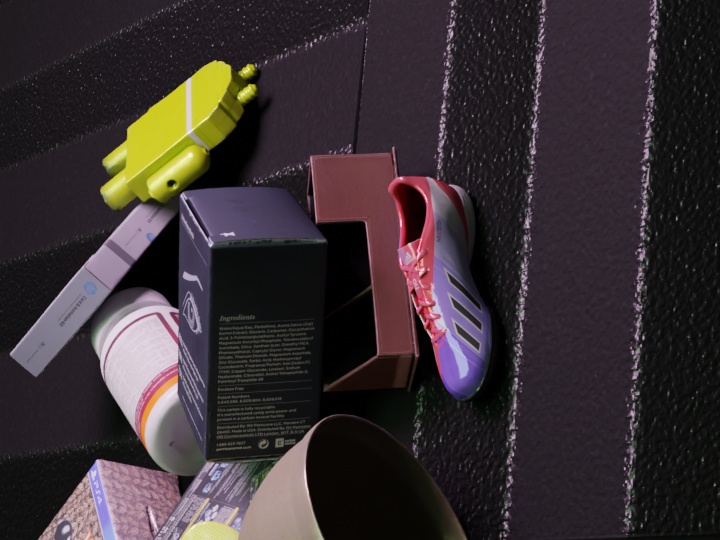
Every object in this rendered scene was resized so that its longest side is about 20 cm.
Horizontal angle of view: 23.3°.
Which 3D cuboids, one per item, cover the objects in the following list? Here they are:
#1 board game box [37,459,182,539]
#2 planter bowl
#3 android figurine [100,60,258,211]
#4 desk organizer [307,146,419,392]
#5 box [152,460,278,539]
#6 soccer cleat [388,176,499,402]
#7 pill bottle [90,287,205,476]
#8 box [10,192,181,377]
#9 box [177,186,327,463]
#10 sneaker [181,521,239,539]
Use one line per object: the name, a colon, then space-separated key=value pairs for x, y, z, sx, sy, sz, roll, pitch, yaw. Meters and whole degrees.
board game box: x=-0.251 y=0.317 z=1.717 sx=0.200 sy=0.096 sz=0.160 roll=-52 pitch=41 yaw=28
planter bowl: x=-0.020 y=0.231 z=1.336 sx=0.134 sy=0.199 sz=0.202 roll=-36 pitch=49 yaw=26
android figurine: x=-0.186 y=-0.144 z=1.810 sx=0.199 sy=0.041 sz=0.183 roll=-36 pitch=29 yaw=14
desk organizer: x=0.000 y=0.000 z=1.500 sx=0.072 sy=0.076 sz=0.202 roll=99 pitch=167 yaw=-62
box: x=-0.115 y=0.236 z=1.543 sx=0.161 sy=0.049 sz=0.201 roll=2 pitch=52 yaw=55
soccer cleat: x=0.063 y=0.013 z=1.435 sx=0.068 sy=0.073 sz=0.202 roll=-34 pitch=51 yaw=40
pill bottle: x=-0.191 y=0.104 z=1.709 sx=0.110 sy=0.109 sz=0.200 roll=-62 pitch=37 yaw=15
box: x=-0.271 y=0.005 z=1.821 sx=0.156 sy=0.041 sz=0.200 roll=-45 pitch=8 yaw=33
box: x=-0.098 y=0.044 z=1.518 sx=0.148 sy=0.103 sz=0.202 roll=-127 pitch=38 yaw=-64
sneaker: x=-0.112 y=0.259 z=1.390 sx=0.078 sy=0.090 sz=0.200 roll=-37 pitch=35 yaw=3
